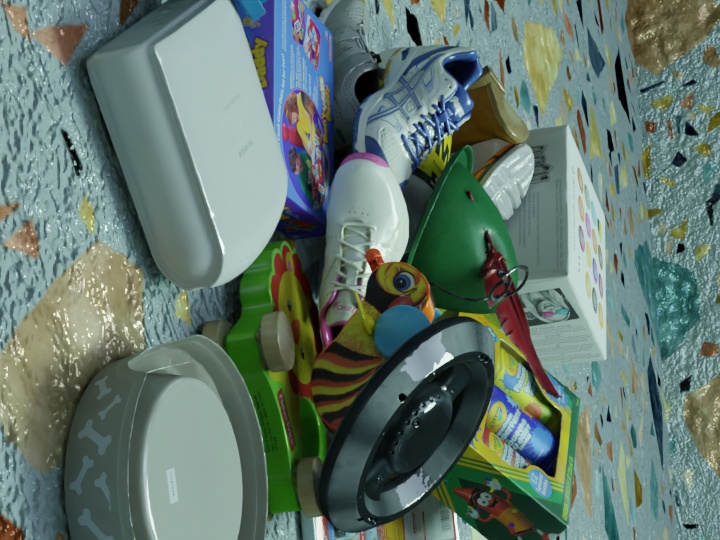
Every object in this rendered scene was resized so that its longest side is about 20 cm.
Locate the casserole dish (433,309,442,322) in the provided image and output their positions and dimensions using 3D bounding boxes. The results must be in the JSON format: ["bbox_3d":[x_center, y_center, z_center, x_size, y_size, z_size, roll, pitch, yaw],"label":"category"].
[{"bbox_3d":[0.058,0.102,1.393,0.121,0.039,0.201,19,40,-40],"label":"casserole dish"}]

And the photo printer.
[{"bbox_3d":[-0.120,-0.094,1.043,0.167,0.069,0.201,-58,136,-60],"label":"photo printer"}]

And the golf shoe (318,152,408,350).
[{"bbox_3d":[0.000,0.000,1.209,0.092,0.075,0.201,-68,160,-65],"label":"golf shoe"}]

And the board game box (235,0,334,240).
[{"bbox_3d":[-0.069,-0.144,1.232,0.134,0.044,0.201,37,49,-63],"label":"board game box"}]

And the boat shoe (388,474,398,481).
[{"bbox_3d":[0.058,0.214,1.408,0.201,0.073,0.064,19,62,-73],"label":"boat shoe"}]

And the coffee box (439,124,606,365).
[{"bbox_3d":[0.165,-0.018,1.588,0.198,0.199,0.201,56,33,-52],"label":"coffee box"}]

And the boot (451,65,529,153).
[{"bbox_3d":[0.100,-0.143,1.499,0.071,0.144,0.201,49,13,-20],"label":"boot"}]

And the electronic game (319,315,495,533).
[{"bbox_3d":[0.040,0.125,1.114,0.200,0.042,0.201,-36,145,-30],"label":"electronic game"}]

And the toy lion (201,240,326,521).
[{"bbox_3d":[-0.063,0.083,1.158,0.192,0.068,0.201,-58,137,-71],"label":"toy lion"}]

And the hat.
[{"bbox_3d":[0.142,0.005,1.288,0.166,0.175,0.201,52,59,-74],"label":"hat"}]

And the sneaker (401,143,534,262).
[{"bbox_3d":[0.091,-0.075,1.482,0.200,0.112,0.078,-47,140,-14],"label":"sneaker"}]

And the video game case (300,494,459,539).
[{"bbox_3d":[0.025,0.268,1.273,0.199,0.017,0.144,2,81,-48],"label":"video game case"}]

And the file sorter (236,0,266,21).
[{"bbox_3d":[-0.099,-0.321,1.032,0.139,0.122,0.200,55,0,40],"label":"file sorter"}]

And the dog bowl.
[{"bbox_3d":[-0.131,0.146,0.947,0.200,0.058,0.202,-8,90,-69],"label":"dog bowl"}]

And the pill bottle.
[{"bbox_3d":[0.035,-0.125,1.405,0.115,0.114,0.201,61,29,-44],"label":"pill bottle"}]

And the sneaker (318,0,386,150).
[{"bbox_3d":[-0.005,-0.191,1.365,0.075,0.081,0.201,59,31,-47],"label":"sneaker"}]

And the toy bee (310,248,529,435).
[{"bbox_3d":[0.025,0.042,1.150,0.199,0.109,0.131,-31,150,-27],"label":"toy bee"}]

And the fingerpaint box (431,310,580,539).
[{"bbox_3d":[0.122,0.146,1.313,0.167,0.073,0.200,40,30,-11],"label":"fingerpaint box"}]

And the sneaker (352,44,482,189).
[{"bbox_3d":[0.056,-0.146,1.284,0.075,0.088,0.201,60,37,-39],"label":"sneaker"}]
